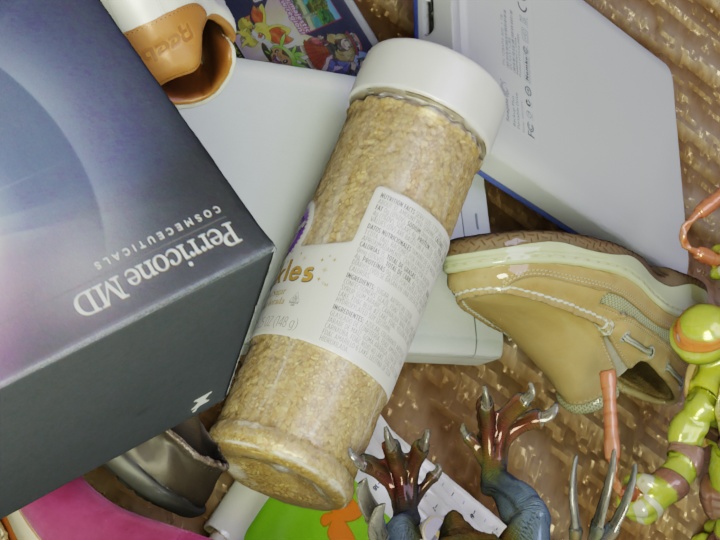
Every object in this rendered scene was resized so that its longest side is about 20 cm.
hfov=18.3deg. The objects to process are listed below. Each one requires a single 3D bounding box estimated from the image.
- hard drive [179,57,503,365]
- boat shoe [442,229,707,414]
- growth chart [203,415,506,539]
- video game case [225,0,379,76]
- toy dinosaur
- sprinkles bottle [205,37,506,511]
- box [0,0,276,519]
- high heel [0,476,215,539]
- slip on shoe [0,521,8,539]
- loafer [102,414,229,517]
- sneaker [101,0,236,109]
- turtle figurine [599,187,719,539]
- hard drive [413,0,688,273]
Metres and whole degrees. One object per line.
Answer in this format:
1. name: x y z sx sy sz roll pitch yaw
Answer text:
1. hard drive: -0.020 -0.027 1.021 0.199 0.027 0.133 5 73 -40
2. boat shoe: 0.108 0.030 1.062 0.199 0.071 0.077 14 77 -49
3. growth chart: 0.023 0.139 0.993 0.199 0.018 0.145 37 50 -15
4. video game case: -0.092 -0.141 1.050 0.182 0.023 0.201 -28 85 -43
5. toy dinosaur: 0.061 0.126 0.843 0.104 0.201 0.182 -13 46 -2
6. sprinkles bottle: 0.000 0.000 0.960 0.068 0.068 0.201 31 67 -21
7. box: -0.168 -0.015 0.796 0.199 0.123 0.199 -28 71 -26
8. high heel: -0.072 0.105 0.842 0.095 0.068 0.200 -27 40 -21
9. slip on shoe: -0.157 0.123 0.820 0.076 0.061 0.201 -27 88 -18
10. loafer: -0.099 0.004 0.905 0.201 0.071 0.073 62 9 17
11. sneaker: -0.090 -0.105 0.925 0.085 0.072 0.200 64 4 -9
12. turtle figurine: 0.180 0.060 1.068 0.201 0.064 0.162 -63 143 -34
13. hard drive: 0.097 -0.087 1.127 0.199 0.025 0.133 29 50 -43
